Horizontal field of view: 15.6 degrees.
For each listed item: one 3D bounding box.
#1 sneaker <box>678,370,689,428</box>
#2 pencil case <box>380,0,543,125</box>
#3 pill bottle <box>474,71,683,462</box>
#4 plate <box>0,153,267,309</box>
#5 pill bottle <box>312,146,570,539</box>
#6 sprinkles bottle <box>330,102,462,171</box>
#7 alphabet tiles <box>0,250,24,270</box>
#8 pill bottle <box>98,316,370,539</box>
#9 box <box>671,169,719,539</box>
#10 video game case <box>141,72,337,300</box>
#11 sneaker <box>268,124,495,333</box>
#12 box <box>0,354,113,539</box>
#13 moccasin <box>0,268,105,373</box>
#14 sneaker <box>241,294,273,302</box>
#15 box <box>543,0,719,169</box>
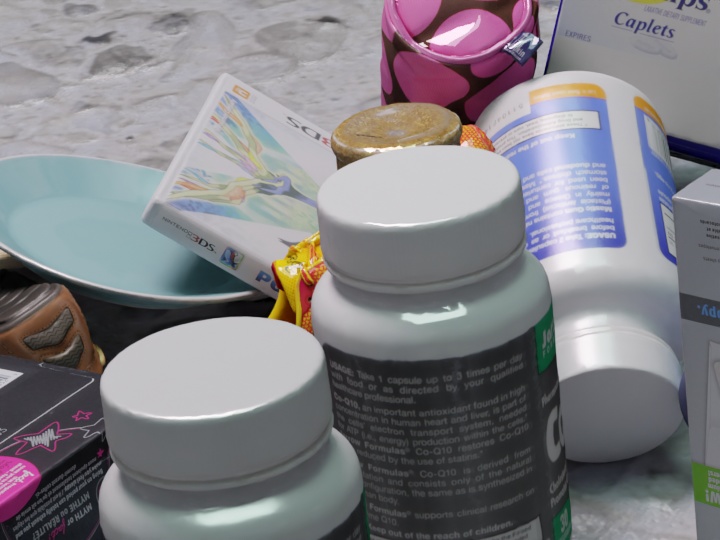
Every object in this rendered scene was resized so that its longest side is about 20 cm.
[{"bbox_3d":[0.261,0.063,1.345,0.200,0.074,0.082,2,25,0],"label":"sneaker"},{"bbox_3d":[0.061,-0.100,1.528,0.094,0.200,0.091,-33,66,-18],"label":"pencil case"},{"bbox_3d":[0.120,0.000,1.415,0.112,0.112,0.200,-6,50,3],"label":"pill bottle"},{"bbox_3d":[-0.139,-0.018,1.538,0.200,0.026,0.200,13,21,-5],"label":"plate"},{"bbox_3d":[0.038,0.051,1.255,0.113,0.200,0.113,-6,25,3],"label":"pill bottle"},{"bbox_3d":[0.029,0.017,1.350,0.068,0.200,0.068,-6,24,3],"label":"sprinkles bottle"},{"bbox_3d":[-0.252,-0.008,1.663,0.200,0.015,0.196,-8,7,-2],"label":"alphabet tiles"},{"bbox_3d":[-0.050,0.130,1.125,0.113,0.200,0.113,-6,25,3],"label":"pill bottle"},{"bbox_3d":[0.221,0.063,1.194,0.156,0.200,0.041,13,31,38],"label":"box"},{"bbox_3d":[-0.027,-0.031,1.568,0.182,0.022,0.200,30,27,-5],"label":"video game case"},{"bbox_3d":[0.000,0.000,1.424,0.200,0.077,0.073,-52,25,5],"label":"sneaker"},{"bbox_3d":[-0.190,0.137,1.256,0.132,0.115,0.200,8,27,33],"label":"box"},{"bbox_3d":[-0.194,0.043,1.514,0.074,0.078,0.201,-38,17,-24],"label":"moccasin"},{"bbox_3d":[-0.063,-0.042,1.654,0.075,0.081,0.200,-9,26,-7],"label":"sneaker"},{"bbox_3d":[0.205,-0.119,1.577,0.184,0.105,0.200,16,2,5],"label":"box"}]
